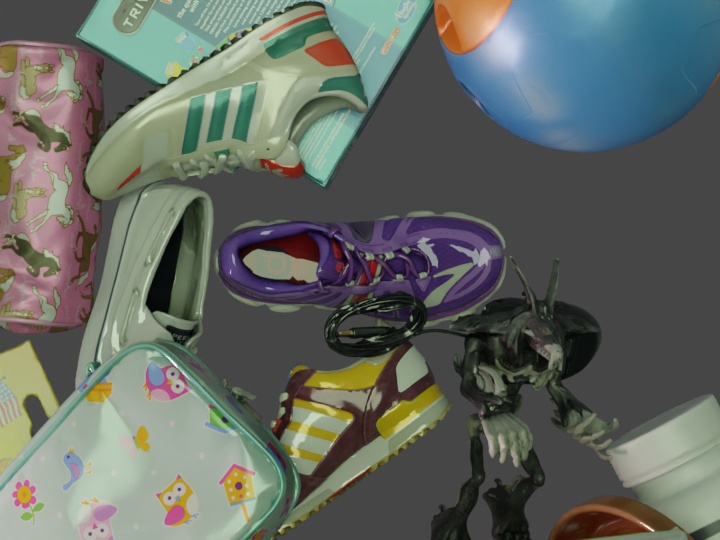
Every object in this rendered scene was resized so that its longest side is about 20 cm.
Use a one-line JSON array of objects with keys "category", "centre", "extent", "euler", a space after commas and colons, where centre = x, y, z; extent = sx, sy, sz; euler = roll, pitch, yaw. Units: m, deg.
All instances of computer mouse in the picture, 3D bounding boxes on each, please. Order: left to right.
[{"category": "computer mouse", "centre": [0.069, 0.041, 1.429], "extent": [0.199, 0.034, 0.059], "euler": [6, 112, -20]}]

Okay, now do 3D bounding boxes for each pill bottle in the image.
[{"category": "pill bottle", "centre": [0.244, 0.189, 1.407], "extent": [0.111, 0.111, 0.201], "euler": [-27, 88, 0]}]

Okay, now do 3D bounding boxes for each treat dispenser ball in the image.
[{"category": "treat dispenser ball", "centre": [0.148, -0.177, 1.377], "extent": [0.200, 0.201, 0.202], "euler": [0, 88, 1]}]

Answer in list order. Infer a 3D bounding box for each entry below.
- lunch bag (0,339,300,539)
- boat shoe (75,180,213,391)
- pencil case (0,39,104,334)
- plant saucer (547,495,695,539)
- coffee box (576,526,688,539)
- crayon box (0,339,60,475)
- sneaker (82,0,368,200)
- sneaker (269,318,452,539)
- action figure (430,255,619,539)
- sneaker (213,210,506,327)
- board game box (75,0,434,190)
[{"category": "lunch bag", "centre": [-0.146, 0.147, 1.372], "extent": [0.160, 0.077, 0.200], "euler": [45, 96, 11]}, {"category": "boat shoe", "centre": [-0.141, 0.039, 1.429], "extent": [0.065, 0.073, 0.201], "euler": [5, 89, 43]}, {"category": "pencil case", "centre": [-0.221, -0.054, 1.439], "extent": [0.086, 0.083, 0.201], "euler": [0, 89, 31]}, {"category": "plant saucer", "centre": [0.197, 0.236, 1.374], "extent": [0.032, 0.200, 0.201], "euler": [-27, 87, -28]}, {"category": "coffee box", "centre": [0.094, 0.284, 1.265], "extent": [0.199, 0.200, 0.198], "euler": [-5, 66, -14]}, {"category": "crayon box", "centre": [-0.285, 0.145, 1.448], "extent": [0.199, 0.051, 0.127], "euler": [-25, 88, 1]}, {"category": "sneaker", "centre": [-0.086, -0.089, 1.396], "extent": [0.199, 0.070, 0.094], "euler": [-34, 82, -2]}, {"category": "sneaker", "centre": [-0.040, 0.116, 1.438], "extent": [0.200, 0.075, 0.090], "euler": [-34, 85, -8]}, {"category": "action figure", "centre": [0.109, 0.097, 1.390], "extent": [0.118, 0.102, 0.201], "euler": [-2, 115, -32]}, {"category": "sneaker", "centre": [0.000, 0.000, 1.432], "extent": [0.199, 0.083, 0.081], "euler": [-3, 88, 0]}, {"category": "board game box", "centre": [-0.070, -0.171, 1.457], "extent": [0.200, 0.047, 0.151], "euler": [31, 90, 2]}]
